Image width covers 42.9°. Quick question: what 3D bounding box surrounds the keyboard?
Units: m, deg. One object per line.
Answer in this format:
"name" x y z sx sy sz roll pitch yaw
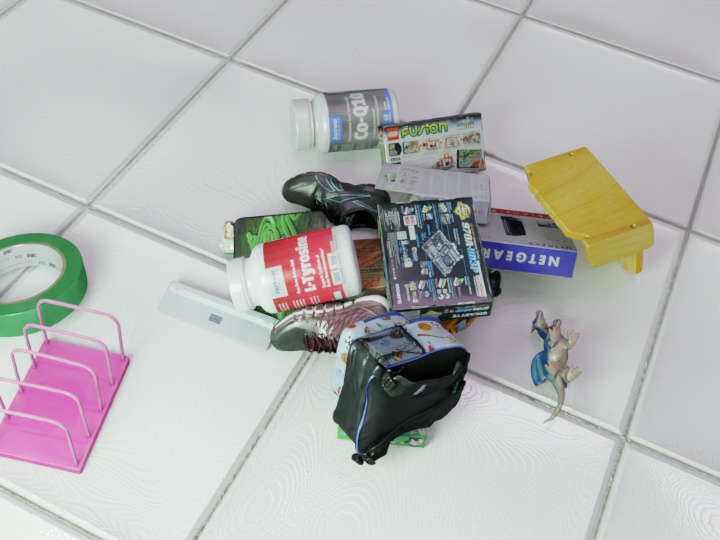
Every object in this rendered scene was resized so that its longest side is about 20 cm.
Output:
"keyboard" -0.230 0.072 1.479 0.198 0.011 0.057 19 74 13

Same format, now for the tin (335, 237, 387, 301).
"tin" 0.000 0.000 1.515 0.198 0.042 0.113 -3 43 23

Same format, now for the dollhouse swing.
"dollhouse swing" 0.384 -0.075 1.579 0.180 0.177 0.201 -18 53 -17

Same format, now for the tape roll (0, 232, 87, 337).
"tape roll" -0.537 0.020 1.454 0.198 0.049 0.201 0 41 0

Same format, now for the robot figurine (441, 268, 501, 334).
"robot figurine" 0.145 0.038 1.512 0.144 0.059 0.200 25 40 23

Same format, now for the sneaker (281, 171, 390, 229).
"sneaker" -0.045 -0.122 1.635 0.198 0.076 0.080 8 51 1

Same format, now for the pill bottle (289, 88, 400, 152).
"pill bottle" -0.032 -0.285 1.750 0.198 0.114 0.114 -7 50 -12

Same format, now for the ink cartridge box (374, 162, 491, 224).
"ink cartridge box" 0.130 -0.137 1.619 0.198 0.058 0.163 3 22 6

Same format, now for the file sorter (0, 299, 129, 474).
"file sorter" -0.437 0.160 1.314 0.137 0.126 0.201 11 49 3

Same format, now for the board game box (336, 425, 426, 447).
"board game box" 0.037 0.174 1.419 0.133 0.029 0.201 6 49 0

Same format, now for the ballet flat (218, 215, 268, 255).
"ballet flat" -0.145 -0.063 1.570 0.198 0.065 0.076 -4 13 -10

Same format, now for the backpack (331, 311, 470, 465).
"backpack" 0.057 0.152 1.311 0.189 0.201 0.155 -10 47 -27

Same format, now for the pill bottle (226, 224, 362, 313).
"pill bottle" -0.103 0.003 1.435 0.198 0.113 0.113 -13 50 3

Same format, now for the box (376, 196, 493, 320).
"box" 0.113 -0.019 1.438 0.157 0.046 0.202 -5 58 -4

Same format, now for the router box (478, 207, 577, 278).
"router box" 0.259 -0.054 1.579 0.198 0.049 0.180 7 23 -1

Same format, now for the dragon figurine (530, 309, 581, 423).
"dragon figurine" 0.305 0.151 1.447 0.058 0.100 0.202 5 68 -4

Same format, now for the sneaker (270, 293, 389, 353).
"sneaker" -0.039 0.111 1.405 0.198 0.076 0.116 -17 49 3

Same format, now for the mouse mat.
"mouse mat" -0.132 -0.001 1.504 0.159 0.008 0.202 -5 68 6

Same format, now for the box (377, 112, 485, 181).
"box" 0.136 -0.231 1.727 0.198 0.111 0.035 -10 13 -15
